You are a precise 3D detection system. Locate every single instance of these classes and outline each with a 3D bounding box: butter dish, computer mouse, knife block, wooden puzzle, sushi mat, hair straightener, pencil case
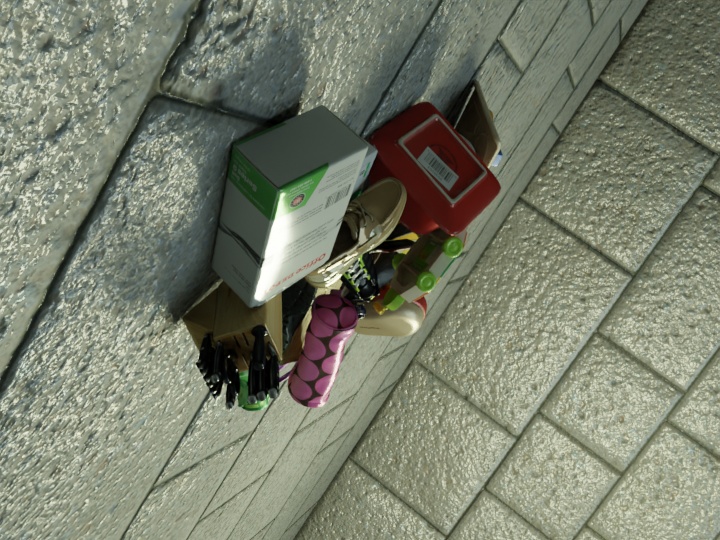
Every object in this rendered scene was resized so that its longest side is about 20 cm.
[{"bbox_3d":[0.094,-0.139,1.284,0.199,0.200,0.148,-41,179,-46],"label":"butter dish"},{"bbox_3d":[0.007,0.014,1.502,0.200,0.137,0.053,-42,118,-30],"label":"computer mouse"},{"bbox_3d":[-0.126,0.074,0.986,0.200,0.174,0.065,-44,133,-31],"label":"knife block"},{"bbox_3d":[0.221,-0.231,1.541,0.201,0.046,0.187,110,-20,-44],"label":"wooden puzzle"},{"bbox_3d":[-0.076,0.068,1.349,0.095,0.012,0.202,6,111,-63],"label":"sushi mat"},{"bbox_3d":[0.025,-0.068,1.362,0.198,0.041,0.078,-7,118,-34],"label":"hair straightener"},{"bbox_3d":[-0.062,0.130,1.311,0.094,0.089,0.202,-102,-153,-47],"label":"pencil case"}]

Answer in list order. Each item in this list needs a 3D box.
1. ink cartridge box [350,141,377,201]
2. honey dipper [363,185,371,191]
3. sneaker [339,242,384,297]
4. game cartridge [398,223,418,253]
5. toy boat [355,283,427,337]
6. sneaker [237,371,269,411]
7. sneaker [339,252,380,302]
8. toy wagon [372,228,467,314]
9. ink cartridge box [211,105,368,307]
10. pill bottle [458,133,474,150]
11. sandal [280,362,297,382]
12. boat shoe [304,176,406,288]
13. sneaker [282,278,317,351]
[{"bbox_3d":[-0.064,-0.084,1.113,0.200,0.050,0.162,-43,162,-49],"label":"ink cartridge box"},{"bbox_3d":[0.082,-0.116,1.398,0.198,0.038,0.038,5,124,-46],"label":"honey dipper"},{"bbox_3d":[-0.032,-0.001,1.433,0.201,0.070,0.076,-51,-174,-3],"label":"sneaker"},{"bbox_3d":[0.103,-0.060,1.530,0.200,0.173,0.033,58,31,-76],"label":"game cartridge"},{"bbox_3d":[0.042,0.052,1.568,0.130,0.198,0.133,34,65,-41],"label":"toy boat"},{"bbox_3d":[-0.167,0.181,1.289,0.073,0.085,0.200,-8,160,-1],"label":"sneaker"},{"bbox_3d":[0.000,0.000,1.264,0.071,0.083,0.200,-36,162,1],"label":"sneaker"},{"bbox_3d":[0.096,-0.005,1.319,0.201,0.039,0.155,-53,-162,2],"label":"toy wagon"},{"bbox_3d":[-0.088,-0.072,0.940,0.145,0.084,0.201,-33,156,-39],"label":"ink cartridge box"},{"bbox_3d":[0.140,-0.159,1.509,0.112,0.112,0.201,-46,165,-32],"label":"pill bottle"},{"bbox_3d":[-0.141,0.176,1.475,0.202,0.050,0.083,-43,163,-44],"label":"sandal"},{"bbox_3d":[-0.006,-0.060,1.130,0.200,0.071,0.065,-49,166,-13],"label":"boat shoe"},{"bbox_3d":[-0.110,0.042,1.246,0.201,0.075,0.080,-58,-179,42],"label":"sneaker"}]
